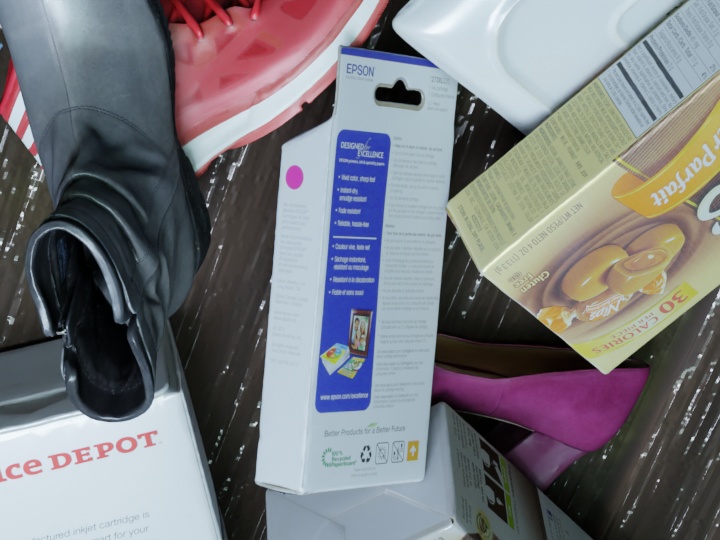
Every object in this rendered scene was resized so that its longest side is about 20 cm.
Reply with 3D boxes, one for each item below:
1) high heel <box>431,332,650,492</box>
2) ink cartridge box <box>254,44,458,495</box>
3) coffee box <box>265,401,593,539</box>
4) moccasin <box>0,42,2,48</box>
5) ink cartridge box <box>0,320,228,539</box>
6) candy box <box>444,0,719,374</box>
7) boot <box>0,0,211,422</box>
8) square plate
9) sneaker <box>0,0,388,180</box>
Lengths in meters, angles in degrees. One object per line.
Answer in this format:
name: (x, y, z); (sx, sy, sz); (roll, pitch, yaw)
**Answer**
high heel: (0.054, 0.033, 1.107); (0.200, 0.068, 0.096); (36, 103, -32)
ink cartridge box: (0.000, 0.000, 1.014); (0.094, 0.037, 0.202); (1, 97, -52)
coffee box: (0.055, 0.168, 1.129); (0.113, 0.080, 0.200); (-28, 132, 23)
moccasin: (-0.200, -0.059, 1.010); (0.080, 0.068, 0.201); (-7, 118, -11)
ink cartridge box: (-0.142, 0.140, 1.117); (0.145, 0.086, 0.201); (-13, 118, -2)
candy box: (0.153, -0.051, 1.031); (0.200, 0.055, 0.115); (-40, 135, 14)
boot: (-0.115, -0.047, 0.930); (0.069, 0.132, 0.201); (-15, 117, 16)
square plate: (0.147, -0.126, 1.023); (0.200, 0.029, 0.198); (-42, 131, 15)
sneaker: (-0.083, -0.112, 0.998); (0.200, 0.078, 0.115); (-41, 117, 12)
